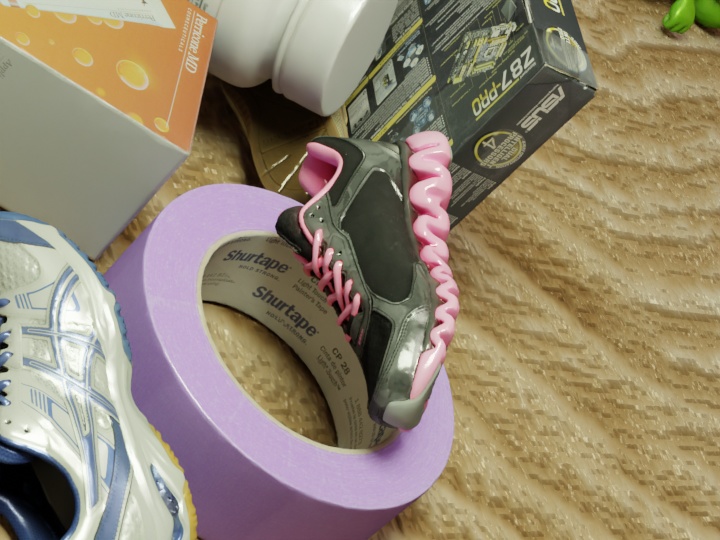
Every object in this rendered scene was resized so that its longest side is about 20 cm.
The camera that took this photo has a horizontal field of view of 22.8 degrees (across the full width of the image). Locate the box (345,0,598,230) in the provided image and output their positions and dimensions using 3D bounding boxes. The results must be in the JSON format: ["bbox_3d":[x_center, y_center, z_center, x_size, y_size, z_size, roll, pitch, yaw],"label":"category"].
[{"bbox_3d":[0.049,-0.112,1.088,0.049,0.200,0.162,22,41,-31],"label":"box"}]

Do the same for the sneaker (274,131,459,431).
[{"bbox_3d":[0.000,0.000,0.940,0.095,0.079,0.201,11,43,-11],"label":"sneaker"}]

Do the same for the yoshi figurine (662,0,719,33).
[{"bbox_3d":[0.295,-0.272,1.639,0.199,0.113,0.112,13,4,-20],"label":"yoshi figurine"}]

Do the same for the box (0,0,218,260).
[{"bbox_3d":[-0.187,-0.119,0.930,0.199,0.097,0.125,32,37,-22],"label":"box"}]

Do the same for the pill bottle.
[{"bbox_3d":[-0.084,-0.177,1.037,0.199,0.114,0.113,29,33,9],"label":"pill bottle"}]

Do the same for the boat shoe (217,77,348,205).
[{"bbox_3d":[-0.046,-0.102,1.107,0.065,0.071,0.201,64,11,-55],"label":"boat shoe"}]

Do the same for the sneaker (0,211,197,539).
[{"bbox_3d":[-0.149,0.058,0.814,0.088,0.075,0.201,-8,61,-50],"label":"sneaker"}]

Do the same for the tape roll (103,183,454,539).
[{"bbox_3d":[-0.046,0.053,0.940,0.199,0.066,0.201,29,37,-25],"label":"tape roll"}]
